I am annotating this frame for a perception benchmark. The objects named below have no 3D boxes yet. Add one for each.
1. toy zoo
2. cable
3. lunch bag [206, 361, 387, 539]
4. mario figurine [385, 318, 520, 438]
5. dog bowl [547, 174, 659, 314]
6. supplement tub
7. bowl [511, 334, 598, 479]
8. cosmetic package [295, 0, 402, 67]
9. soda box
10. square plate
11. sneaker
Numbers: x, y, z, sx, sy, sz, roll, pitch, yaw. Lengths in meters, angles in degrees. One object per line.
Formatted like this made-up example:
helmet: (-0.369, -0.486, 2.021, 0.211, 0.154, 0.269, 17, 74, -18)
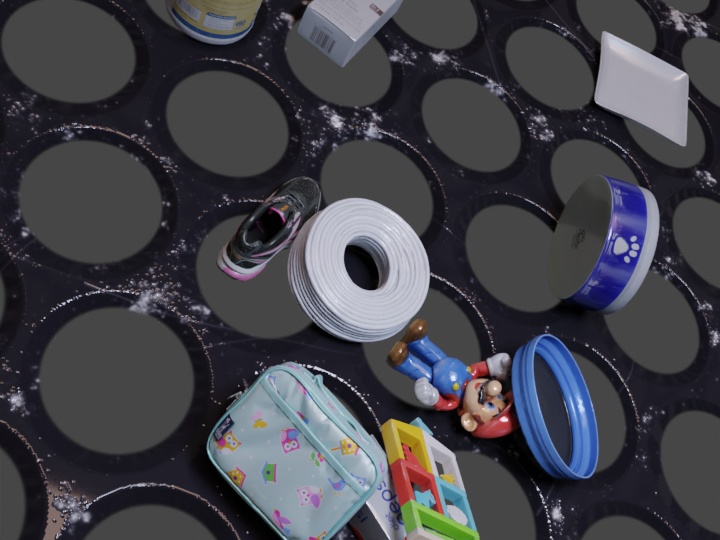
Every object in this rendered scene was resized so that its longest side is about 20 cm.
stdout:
toy zoo: (0.087, 0.267, 1.225, 0.131, 0.020, 0.201, 33, 28, -36)
cable: (0.000, 0.000, 1.354, 0.200, 0.069, 0.200, 49, 56, -5)
lunch bag: (-0.075, 0.212, 1.152, 0.200, 0.161, 0.077, 45, 11, 9)
mario figurine: (0.139, 0.143, 1.324, 0.199, 0.106, 0.124, 35, 87, 8)
dog bowl: (0.364, -0.040, 1.482, 0.078, 0.200, 0.202, 16, 56, -12)
supplement tub: (-0.204, -0.454, 1.464, 0.143, 0.200, 0.146, 11, 57, -18)
bowl: (0.267, 0.189, 1.346, 0.200, 0.039, 0.202, 36, 43, -43)
cosmetic package: (-0.010, -0.436, 1.625, 0.101, 0.074, 0.200, 37, 54, -1)
soda box: (0.034, 0.309, 1.203, 0.063, 0.068, 0.201, -25, 74, -36)
square plate: (0.527, -0.338, 1.844, 0.198, 0.028, 0.199, 23, 55, -11)
sneaker: (-0.111, -0.067, 1.349, 0.080, 0.086, 0.200, 38, 52, -2)
